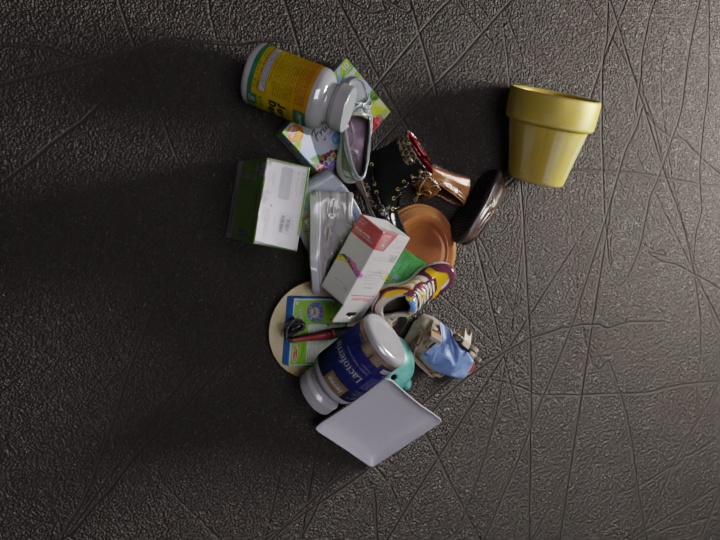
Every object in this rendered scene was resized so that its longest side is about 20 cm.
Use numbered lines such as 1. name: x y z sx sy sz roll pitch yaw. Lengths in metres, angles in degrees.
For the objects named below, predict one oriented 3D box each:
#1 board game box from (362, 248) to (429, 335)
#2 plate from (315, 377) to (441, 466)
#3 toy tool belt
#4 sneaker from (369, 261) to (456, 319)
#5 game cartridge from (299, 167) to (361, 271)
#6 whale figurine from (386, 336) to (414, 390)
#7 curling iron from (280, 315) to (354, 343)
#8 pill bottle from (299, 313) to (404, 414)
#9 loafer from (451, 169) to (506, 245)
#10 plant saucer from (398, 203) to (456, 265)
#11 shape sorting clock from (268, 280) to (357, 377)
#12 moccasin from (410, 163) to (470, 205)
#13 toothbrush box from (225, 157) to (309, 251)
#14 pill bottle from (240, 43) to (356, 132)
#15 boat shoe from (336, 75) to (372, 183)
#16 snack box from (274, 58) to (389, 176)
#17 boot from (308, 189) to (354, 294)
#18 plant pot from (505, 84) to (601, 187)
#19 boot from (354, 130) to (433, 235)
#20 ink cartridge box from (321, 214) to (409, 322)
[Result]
1. board game box: 0.073 0.061 1.505 0.104 0.023 0.202 30 98 -22
2. plate: 0.037 0.310 1.480 0.198 0.033 0.199 -36 127 18
3. toy tool belt: 0.196 0.181 1.549 0.198 0.122 0.127 33 82 -25
4. sneaker: 0.114 0.050 1.452 0.196 0.090 0.076 -24 116 -6
5. game cartridge: -0.060 -0.091 1.416 0.131 0.042 0.203 -28 115 1
6. whale figurine: 0.042 0.235 1.488 0.156 0.104 0.204 14 101 -23
7. curling iron: -0.064 0.118 1.425 0.195 0.025 0.051 2 104 -25
8. pill bottle: -0.019 0.186 1.391 0.199 0.117 0.116 -40 114 19
9. loafer: 0.272 -0.129 1.571 0.071 0.072 0.202 45 68 -27
10. plant saucer: 0.127 -0.042 1.541 0.196 0.037 0.206 -3 97 -26
11. shape sorting clock: -0.092 0.119 1.450 0.195 0.039 0.205 -6 104 -23
12. moccasin: 0.146 -0.181 1.520 0.198 0.073 0.080 13 82 -36
13. toothbrush box: -0.172 -0.121 1.297 0.084 0.199 0.150 9 92 -26
14. pill bottle: -0.111 -0.328 1.309 0.196 0.113 0.115 22 86 6
15. boat shoe: -0.008 -0.272 1.373 0.073 0.064 0.208 6 88 -27
16. snack box: -0.054 -0.293 1.417 0.142 0.053 0.201 44 77 -22
17. boot: -0.052 -0.052 1.372 0.093 0.074 0.205 -1 110 -7
18. plant pot: 0.407 -0.294 1.574 0.196 0.201 0.193 0 112 -25
19. boot: 0.079 -0.164 1.432 0.203 0.149 0.073 62 26 -1
20. ink cartridge box: 0.000 0.000 1.384 0.116 0.067 0.203 7 116 -60
